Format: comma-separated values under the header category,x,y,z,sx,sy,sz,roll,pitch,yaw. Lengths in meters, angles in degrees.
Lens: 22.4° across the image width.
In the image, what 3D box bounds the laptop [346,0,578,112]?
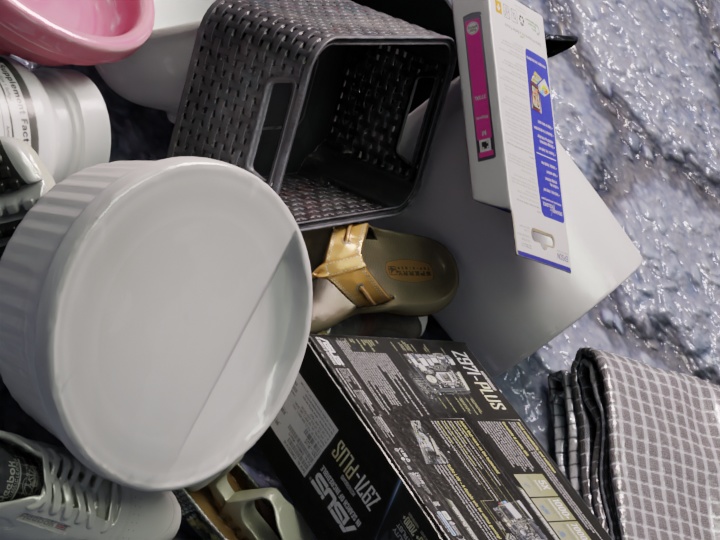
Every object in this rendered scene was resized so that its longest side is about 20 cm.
category,x,y,z,sx,sy,sz,roll,pitch,yaw
laptop,0.039,-0.203,1.474,0.200,0.177,0.103,-3,77,-42

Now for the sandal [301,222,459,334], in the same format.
category,x,y,z,sx,sy,sz,roll,pitch,yaw
sandal,0.000,0.000,1.281,0.200,0.054,0.080,-3,75,-39

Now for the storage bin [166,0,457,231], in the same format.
category,x,y,z,sx,sy,sz,roll,pitch,yaw
storage bin,-0.031,-0.110,1.257,0.094,0.135,0.200,23,17,25

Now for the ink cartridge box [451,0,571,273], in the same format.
category,x,y,z,sx,sy,sz,roll,pitch,yaw
ink cartridge box,0.110,-0.099,1.311,0.095,0.037,0.200,15,64,-59

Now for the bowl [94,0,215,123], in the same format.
category,x,y,z,sx,sy,sz,roll,pitch,yaw
bowl,-0.109,-0.166,1.351,0.201,0.201,0.091,-40,123,-49

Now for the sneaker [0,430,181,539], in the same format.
category,x,y,z,sx,sy,sz,roll,pitch,yaw
sneaker,-0.190,0.135,1.090,0.200,0.080,0.077,14,64,-31

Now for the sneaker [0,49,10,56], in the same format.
category,x,y,z,sx,sy,sz,roll,pitch,yaw
sneaker,-0.299,-0.221,1.269,0.200,0.087,0.074,54,40,6

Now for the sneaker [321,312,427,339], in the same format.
category,x,y,z,sx,sy,sz,roll,pitch,yaw
sneaker,-0.041,0.042,1.330,0.200,0.077,0.082,13,79,-33

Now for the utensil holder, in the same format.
category,x,y,z,sx,sy,sz,roll,pitch,yaw
utensil holder,0.100,-0.040,1.426,0.200,0.170,0.170,52,41,1

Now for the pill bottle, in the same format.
category,x,y,z,sx,sy,sz,roll,pitch,yaw
pill bottle,-0.268,-0.082,1.169,0.200,0.116,0.116,-5,64,-44

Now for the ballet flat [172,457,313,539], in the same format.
category,x,y,z,sx,sy,sz,roll,pitch,yaw
ballet flat,-0.086,0.146,1.194,0.200,0.072,0.072,50,40,1

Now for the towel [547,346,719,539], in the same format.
category,x,y,z,sx,sy,sz,roll,pitch,yaw
towel,0.241,0.169,1.455,0.165,0.086,0.200,17,50,-31

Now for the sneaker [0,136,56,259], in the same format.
category,x,y,z,sx,sy,sz,roll,pitch,yaw
sneaker,-0.200,-0.002,1.160,0.081,0.075,0.200,-73,153,-55

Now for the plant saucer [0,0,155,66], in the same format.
category,x,y,z,sx,sy,sz,roll,pitch,yaw
plant saucer,-0.229,-0.209,1.210,0.200,0.051,0.201,37,28,-23

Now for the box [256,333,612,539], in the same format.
category,x,y,z,sx,sy,sz,roll,pitch,yaw
box,0.045,0.142,1.204,0.164,0.086,0.200,4,40,-46

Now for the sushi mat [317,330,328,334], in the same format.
category,x,y,z,sx,sy,sz,roll,pitch,yaw
sushi mat,-0.070,0.059,1.258,0.200,0.012,0.096,42,67,-28

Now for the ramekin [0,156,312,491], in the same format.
category,x,y,z,sx,sy,sz,roll,pitch,yaw
ramekin,-0.131,0.025,1.099,0.202,0.094,0.203,-15,111,-42
